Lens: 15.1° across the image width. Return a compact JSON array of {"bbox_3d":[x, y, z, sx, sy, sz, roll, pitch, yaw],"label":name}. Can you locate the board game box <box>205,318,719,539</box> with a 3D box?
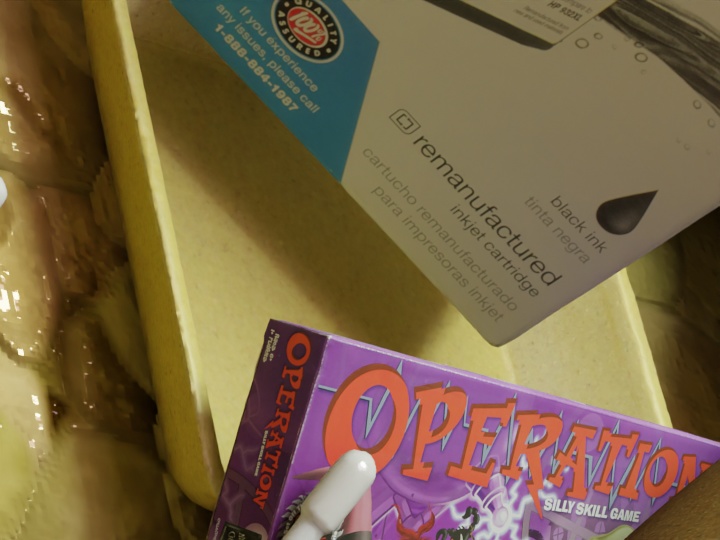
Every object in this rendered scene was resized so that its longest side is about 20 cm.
[{"bbox_3d":[0.038,0.091,0.731,0.200,0.032,0.120,16,86,-42],"label":"board game box"}]

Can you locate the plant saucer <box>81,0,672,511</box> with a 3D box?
[{"bbox_3d":[0.000,0.000,0.800,0.200,0.048,0.201,14,52,-42],"label":"plant saucer"}]

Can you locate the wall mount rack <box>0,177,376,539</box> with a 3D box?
[{"bbox_3d":[-0.084,0.087,0.602,0.200,0.074,0.174,39,47,-23],"label":"wall mount rack"}]

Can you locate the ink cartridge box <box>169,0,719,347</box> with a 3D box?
[{"bbox_3d":[0.070,-0.093,0.740,0.145,0.200,0.084,47,36,-11],"label":"ink cartridge box"}]

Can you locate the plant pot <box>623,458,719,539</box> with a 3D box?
[{"bbox_3d":[0.177,0.087,0.728,0.187,0.186,0.200,51,52,-6],"label":"plant pot"}]
